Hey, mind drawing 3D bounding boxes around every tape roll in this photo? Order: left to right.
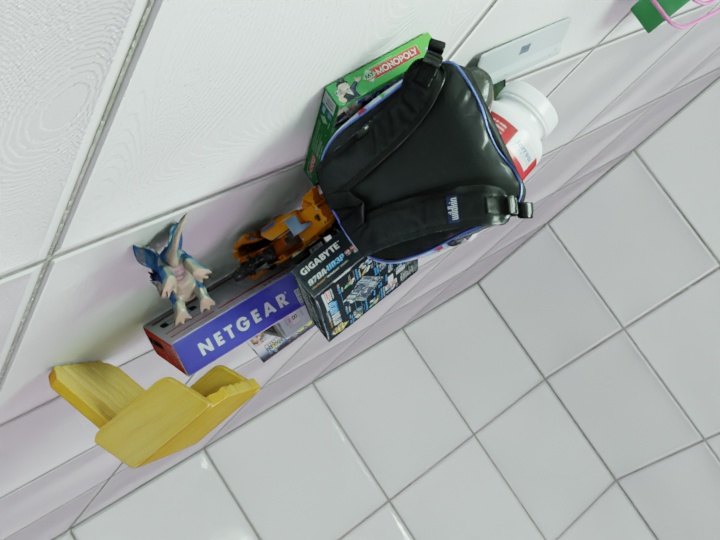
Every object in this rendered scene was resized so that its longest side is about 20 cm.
[{"bbox_3d":[0.479,-0.421,1.302,0.200,0.048,0.200,-38,180,0],"label":"tape roll"}]

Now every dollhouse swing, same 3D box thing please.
[{"bbox_3d":[-0.268,0.145,1.205,0.181,0.176,0.200,-40,170,9],"label":"dollhouse swing"}]

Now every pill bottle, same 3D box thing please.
[{"bbox_3d":[0.161,-0.143,1.182,0.200,0.112,0.112,-49,173,-9],"label":"pill bottle"}]

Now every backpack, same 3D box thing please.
[{"bbox_3d":[0.058,-0.104,0.956,0.189,0.201,0.154,-27,176,12],"label":"backpack"}]

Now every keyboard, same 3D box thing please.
[{"bbox_3d":[0.213,-0.286,1.206,0.199,0.011,0.057,-30,146,-37],"label":"keyboard"}]

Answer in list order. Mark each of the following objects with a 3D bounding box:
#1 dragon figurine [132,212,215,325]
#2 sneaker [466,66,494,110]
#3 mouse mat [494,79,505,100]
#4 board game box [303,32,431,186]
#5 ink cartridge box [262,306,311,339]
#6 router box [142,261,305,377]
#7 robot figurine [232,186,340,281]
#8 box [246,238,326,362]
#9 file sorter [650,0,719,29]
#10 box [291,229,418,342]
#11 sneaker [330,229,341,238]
[{"bbox_3d":[-0.206,-0.011,0.990,0.059,0.100,0.201,-30,150,-16],"label":"dragon figurine"},{"bbox_3d":[0.094,-0.170,1.076,0.201,0.075,0.116,-52,174,-6],"label":"sneaker"},{"bbox_3d":[0.147,-0.185,1.243,0.161,0.008,0.201,-45,154,-17],"label":"mouse mat"},{"bbox_3d":[0.008,-0.175,1.027,0.134,0.029,0.200,-33,170,-19],"label":"board game box"},{"bbox_3d":[-0.075,0.022,1.341,0.200,0.057,0.162,-39,-161,-22],"label":"ink cartridge box"},{"bbox_3d":[-0.178,0.055,1.226,0.199,0.049,0.179,-31,-164,-19],"label":"router box"},{"bbox_3d":[-0.083,-0.051,1.150,0.199,0.059,0.145,-29,-177,41],"label":"robot figurine"},{"bbox_3d":[-0.109,0.048,1.477,0.199,0.110,0.035,-35,-151,2],"label":"box"},{"bbox_3d":[0.434,-0.405,1.086,0.138,0.126,0.200,-30,169,-25],"label":"file sorter"},{"bbox_3d":[0.000,0.000,1.140,0.159,0.046,0.200,-39,163,-9],"label":"box"},{"bbox_3d":[0.046,-0.100,1.391,0.199,0.076,0.079,-32,168,-21],"label":"sneaker"}]
